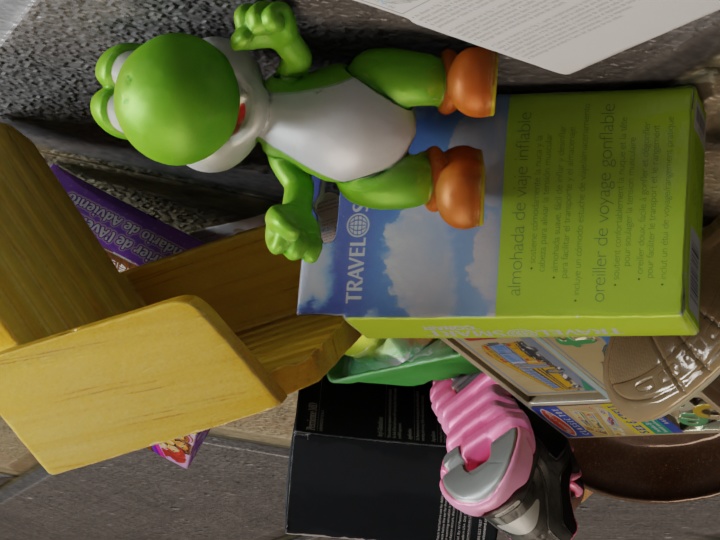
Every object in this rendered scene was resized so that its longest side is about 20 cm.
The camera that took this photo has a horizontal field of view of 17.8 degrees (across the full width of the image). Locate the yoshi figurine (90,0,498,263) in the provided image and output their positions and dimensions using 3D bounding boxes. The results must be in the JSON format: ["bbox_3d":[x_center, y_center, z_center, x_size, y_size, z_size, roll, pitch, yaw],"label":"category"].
[{"bbox_3d":[-0.035,-0.072,1.099,0.198,0.113,0.112,7,148,2],"label":"yoshi figurine"}]

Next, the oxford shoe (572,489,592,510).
[{"bbox_3d":[0.127,0.107,1.577,0.071,0.073,0.201,20,141,30],"label":"oxford shoe"}]

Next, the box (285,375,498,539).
[{"bbox_3d":[0.024,0.109,1.551,0.140,0.079,0.200,8,-161,-1],"label":"box"}]

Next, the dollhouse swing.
[{"bbox_3d":[-0.117,-0.013,1.202,0.181,0.177,0.200,-18,-173,16],"label":"dollhouse swing"}]

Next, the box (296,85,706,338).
[{"bbox_3d":[0.072,-0.028,1.163,0.198,0.123,0.048,-1,163,18],"label":"box"}]

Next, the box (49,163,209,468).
[{"bbox_3d":[-0.146,0.032,1.403,0.136,0.039,0.200,26,146,5],"label":"box"}]

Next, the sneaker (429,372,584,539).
[{"bbox_3d":[0.099,0.103,1.422,0.079,0.201,0.095,-38,113,25],"label":"sneaker"}]

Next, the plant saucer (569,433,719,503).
[{"bbox_3d":[0.210,0.077,1.514,0.199,0.037,0.201,-2,134,-3],"label":"plant saucer"}]

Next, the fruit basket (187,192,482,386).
[{"bbox_3d":[0.000,0.000,1.376,0.199,0.094,0.185,30,152,-32],"label":"fruit basket"}]

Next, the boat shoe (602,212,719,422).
[{"bbox_3d":[0.203,0.001,1.182,0.065,0.072,0.201,10,121,-45],"label":"boat shoe"}]

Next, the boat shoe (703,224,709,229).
[{"bbox_3d":[0.180,0.039,1.389,0.072,0.062,0.200,21,144,-25],"label":"boat shoe"}]

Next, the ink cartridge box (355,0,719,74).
[{"bbox_3d":[0.077,-0.143,0.916,0.173,0.044,0.200,15,161,-30],"label":"ink cartridge box"}]

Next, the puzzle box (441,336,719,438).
[{"bbox_3d":[0.113,0.039,1.283,0.132,0.026,0.200,-6,147,44],"label":"puzzle box"}]
